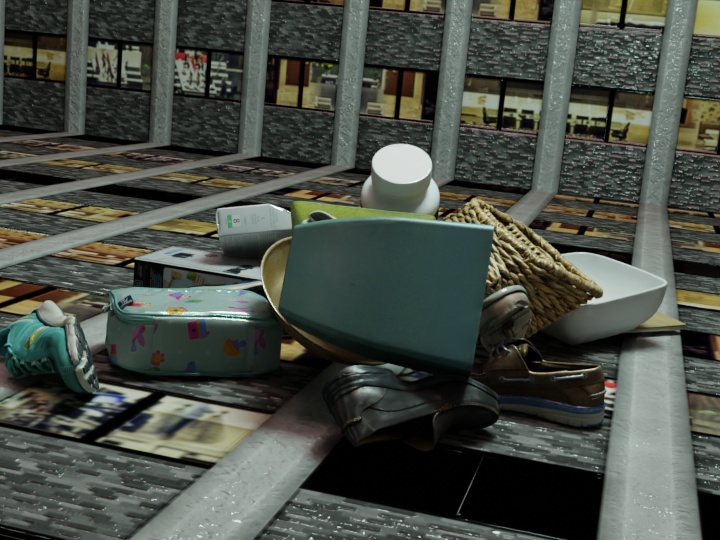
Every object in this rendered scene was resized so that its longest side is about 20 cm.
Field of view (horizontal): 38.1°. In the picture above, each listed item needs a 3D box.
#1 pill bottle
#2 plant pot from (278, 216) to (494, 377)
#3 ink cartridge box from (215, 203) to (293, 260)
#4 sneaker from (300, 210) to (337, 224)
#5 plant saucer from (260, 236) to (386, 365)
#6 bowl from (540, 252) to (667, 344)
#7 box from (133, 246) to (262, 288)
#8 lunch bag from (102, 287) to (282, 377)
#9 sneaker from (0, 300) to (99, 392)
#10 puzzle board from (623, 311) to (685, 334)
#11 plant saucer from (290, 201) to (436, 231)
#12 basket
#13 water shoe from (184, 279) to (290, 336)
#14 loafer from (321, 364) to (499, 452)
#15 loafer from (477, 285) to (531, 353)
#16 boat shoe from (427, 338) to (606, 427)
[{"bbox_3d":[0.055,-0.075,1.469,0.110,0.201,0.112,0,47,0],"label":"pill bottle"},{"bbox_3d":[0.025,0.021,1.065,0.198,0.142,0.141,10,-10,6],"label":"plant pot"},{"bbox_3d":[-0.105,-0.057,1.515,0.198,0.050,0.161,-7,-13,-6],"label":"ink cartridge box"},{"bbox_3d":[0.010,0.010,1.184,0.200,0.081,0.083,42,20,0],"label":"sneaker"},{"bbox_3d":[-0.028,0.042,1.193,0.199,0.036,0.201,21,36,-16],"label":"plant saucer"},{"bbox_3d":[0.312,0.041,1.494,0.199,0.075,0.199,-12,22,-28],"label":"bowl"},{"bbox_3d":[-0.205,0.017,1.468,0.199,0.061,0.117,10,12,19],"label":"box"},{"bbox_3d":[-0.197,0.063,1.198,0.198,0.078,0.160,3,12,-19],"label":"lunch bag"},{"bbox_3d":[-0.327,0.090,1.084,0.079,0.078,0.200,-23,20,-27],"label":"sneaker"},{"bbox_3d":[0.374,0.062,1.602,0.150,0.018,0.200,-2,16,-28],"label":"puzzle board"},{"bbox_3d":[0.000,0.000,1.440,0.198,0.200,0.048,7,49,6],"label":"plant saucer"},{"bbox_3d":[0.200,-0.023,1.385,0.148,0.143,0.200,-30,32,-4],"label":"basket"},{"bbox_3d":[-0.147,0.041,1.352,0.198,0.072,0.079,4,10,-10],"label":"water shoe"},{"bbox_3d":[0.056,0.143,1.004,0.199,0.073,0.073,6,48,-30],"label":"loafer"},{"bbox_3d":[0.170,0.069,1.206,0.072,0.063,0.200,-27,-15,-2],"label":"loafer"},{"bbox_3d":[0.171,0.113,1.143,0.199,0.073,0.072,9,13,19],"label":"boat shoe"}]
